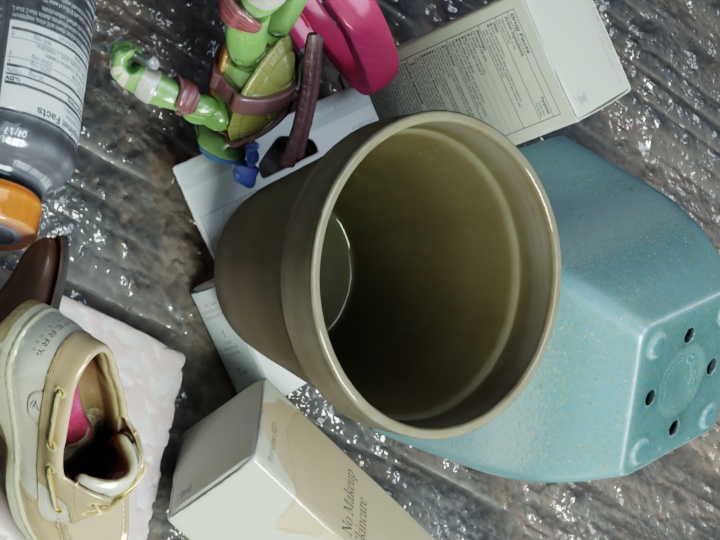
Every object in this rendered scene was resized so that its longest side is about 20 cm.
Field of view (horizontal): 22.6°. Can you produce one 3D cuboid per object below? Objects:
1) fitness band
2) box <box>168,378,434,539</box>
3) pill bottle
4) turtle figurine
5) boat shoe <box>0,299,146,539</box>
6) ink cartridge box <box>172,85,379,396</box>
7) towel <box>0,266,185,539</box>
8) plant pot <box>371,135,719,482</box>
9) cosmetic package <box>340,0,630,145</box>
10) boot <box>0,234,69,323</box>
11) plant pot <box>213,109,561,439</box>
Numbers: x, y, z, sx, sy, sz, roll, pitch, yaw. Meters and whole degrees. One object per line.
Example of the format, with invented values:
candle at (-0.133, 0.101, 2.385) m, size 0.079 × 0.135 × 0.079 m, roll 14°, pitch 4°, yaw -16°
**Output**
fitness band at (-0.044, -0.210, 1.269) m, size 0.037 × 0.144 × 0.200 m, roll -36°, pitch 101°, yaw -11°
box at (-0.029, 0.177, 1.188) m, size 0.200 × 0.078 × 0.095 m, roll 45°, pitch 23°, yaw -24°
pill bottle at (-0.223, -0.115, 1.113) m, size 0.106 × 0.106 × 0.201 m, roll 19°, pitch 67°, yaw -36°
turtle figurine at (-0.095, -0.172, 1.162) m, size 0.144 × 0.194 × 0.200 m, roll -2°, pitch 57°, yaw -31°
boat shoe at (-0.160, 0.108, 1.034) m, size 0.074 × 0.069 × 0.200 m, roll -49°, pitch 145°, yaw -36°
ink cartridge box at (-0.039, -0.021, 1.287) m, size 0.200 × 0.044 × 0.174 m, roll -29°, pitch 96°, yaw -41°
towel at (-0.208, 0.109, 1.115) m, size 0.191 × 0.032 × 0.200 m, roll 27°, pitch 62°, yaw -33°
plant pot at (0.150, 0.042, 1.278) m, size 0.196 × 0.200 × 0.197 m, roll -19°, pitch 123°, yaw -41°
cosmetic package at (0.088, -0.138, 1.322) m, size 0.073 × 0.200 × 0.104 m, roll -30°, pitch 98°, yaw -42°
boot at (-0.283, 0.022, 1.027) m, size 0.200 × 0.064 × 0.187 m, roll 27°, pitch 66°, yaw -15°
plant pot at (0.000, 0.000, 1.158) m, size 0.200 × 0.173 × 0.201 m, roll -2°, pitch 93°, yaw -37°
